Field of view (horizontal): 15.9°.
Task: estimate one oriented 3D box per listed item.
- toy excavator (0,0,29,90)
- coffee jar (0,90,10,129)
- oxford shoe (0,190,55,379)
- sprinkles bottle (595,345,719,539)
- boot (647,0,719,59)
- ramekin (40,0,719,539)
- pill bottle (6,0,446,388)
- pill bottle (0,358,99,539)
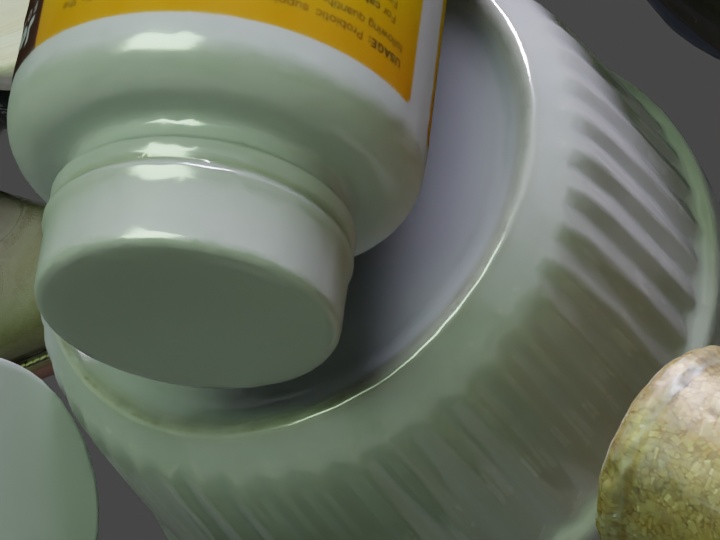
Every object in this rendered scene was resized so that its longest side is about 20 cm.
[{"bbox_3d":[-0.151,-0.066,0.802,0.199,0.100,0.196,16,76,24],"label":"toy excavator"},{"bbox_3d":[-0.115,-0.097,0.894,0.199,0.085,0.105,3,58,32],"label":"coffee jar"},{"bbox_3d":[-0.167,-0.005,0.876,0.199,0.074,0.071,3,64,32],"label":"oxford shoe"},{"bbox_3d":[0.152,0.084,0.637,0.199,0.068,0.068,27,78,39],"label":"sprinkles bottle"},{"bbox_3d":[0.136,-0.087,0.754,0.200,0.097,0.075,37,93,9],"label":"boot"},{"bbox_3d":[0.000,0.000,0.755,0.199,0.105,0.201,-15,56,23],"label":"ramekin"},{"bbox_3d":[-0.031,-0.075,0.679,0.108,0.109,0.201,-8,58,26],"label":"pill bottle"},{"bbox_3d":[-0.176,0.074,0.778,0.199,0.119,0.120,-7,58,43],"label":"pill bottle"}]
